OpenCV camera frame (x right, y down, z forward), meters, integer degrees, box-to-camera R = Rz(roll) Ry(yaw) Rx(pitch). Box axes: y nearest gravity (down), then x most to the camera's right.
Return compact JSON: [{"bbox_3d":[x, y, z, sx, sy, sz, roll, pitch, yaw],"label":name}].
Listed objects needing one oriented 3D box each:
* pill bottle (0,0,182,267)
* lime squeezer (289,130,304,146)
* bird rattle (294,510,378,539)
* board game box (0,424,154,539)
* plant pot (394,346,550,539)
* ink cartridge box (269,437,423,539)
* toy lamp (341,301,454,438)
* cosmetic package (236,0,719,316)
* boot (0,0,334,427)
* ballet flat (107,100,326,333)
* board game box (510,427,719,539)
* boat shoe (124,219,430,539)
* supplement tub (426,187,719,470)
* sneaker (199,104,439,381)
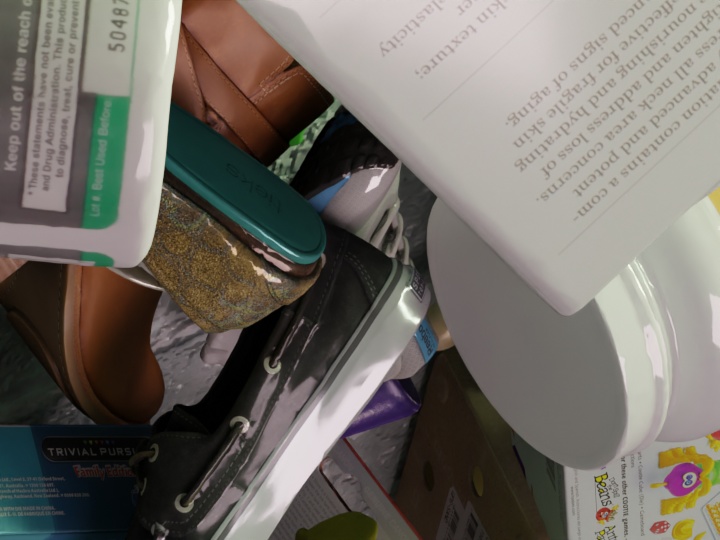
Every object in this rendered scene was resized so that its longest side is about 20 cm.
[{"bbox_3d":[-0.158,-0.065,0.773,0.199,0.114,0.114,5,133,-8],"label":"pill bottle"},{"bbox_3d":[-0.008,-0.127,0.980,0.070,0.038,0.201,-2,142,4],"label":"lime squeezer"},{"bbox_3d":[-0.072,0.183,1.087,0.162,0.113,0.199,-11,-178,43],"label":"bird rattle"},{"bbox_3d":[-0.162,0.121,1.037,0.150,0.047,0.200,4,152,-45],"label":"board game box"},{"bbox_3d":[0.126,0.120,1.254,0.176,0.201,0.200,-6,136,-21],"label":"plant pot"},{"bbox_3d":[-0.037,0.170,1.216,0.050,0.109,0.200,10,123,-49],"label":"ink cartridge box"},{"bbox_3d":[0.056,0.011,1.154,0.199,0.058,0.058,-33,146,5],"label":"toy lamp"},{"bbox_3d":[0.046,-0.129,0.859,0.167,0.167,0.200,-42,129,6],"label":"cosmetic package"},{"bbox_3d":[-0.074,-0.025,0.995,0.154,0.074,0.200,-38,148,-7],"label":"boot"},{"bbox_3d":[-0.099,-0.050,0.884,0.071,0.071,0.200,-44,108,9],"label":"ballet flat"},{"bbox_3d":[0.171,0.049,1.113,0.199,0.103,0.105,-11,127,-7],"label":"board game box"},{"bbox_3d":[-0.053,0.069,0.950,0.056,0.069,0.200,36,91,-13],"label":"boat shoe"},{"bbox_3d":[0.140,-0.021,1.002,0.199,0.145,0.145,-29,145,-25],"label":"supplement tub"},{"bbox_3d":[0.000,0.000,1.026,0.075,0.086,0.200,-57,178,-27],"label":"sneaker"}]
